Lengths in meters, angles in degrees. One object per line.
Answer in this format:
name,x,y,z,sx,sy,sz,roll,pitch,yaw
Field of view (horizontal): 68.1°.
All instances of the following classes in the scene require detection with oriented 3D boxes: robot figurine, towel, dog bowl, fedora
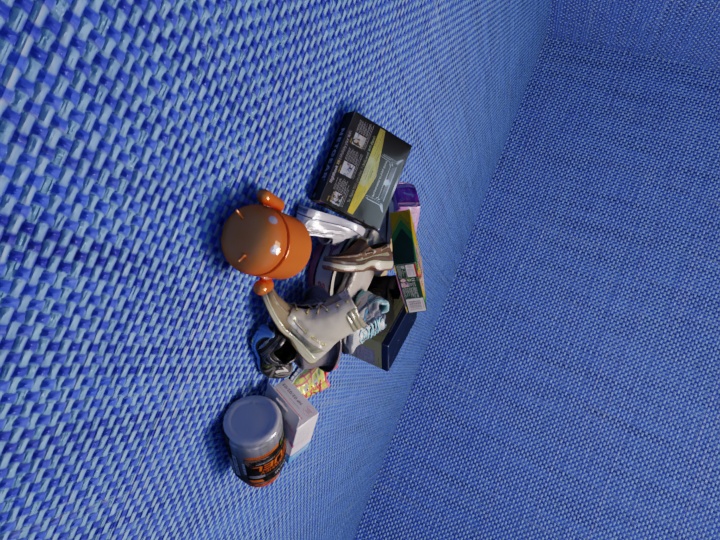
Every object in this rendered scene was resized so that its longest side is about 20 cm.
robot figurine,-0.154,-0.043,0.887,0.144,0.116,0.200,-52,163,7
towel,0.000,0.000,1.278,0.201,0.034,0.133,-66,160,-7
dog bowl,-0.054,-0.013,1.277,0.200,0.073,0.201,-54,156,-38
fedora,-0.117,0.141,1.182,0.090,0.177,0.201,-15,126,-30

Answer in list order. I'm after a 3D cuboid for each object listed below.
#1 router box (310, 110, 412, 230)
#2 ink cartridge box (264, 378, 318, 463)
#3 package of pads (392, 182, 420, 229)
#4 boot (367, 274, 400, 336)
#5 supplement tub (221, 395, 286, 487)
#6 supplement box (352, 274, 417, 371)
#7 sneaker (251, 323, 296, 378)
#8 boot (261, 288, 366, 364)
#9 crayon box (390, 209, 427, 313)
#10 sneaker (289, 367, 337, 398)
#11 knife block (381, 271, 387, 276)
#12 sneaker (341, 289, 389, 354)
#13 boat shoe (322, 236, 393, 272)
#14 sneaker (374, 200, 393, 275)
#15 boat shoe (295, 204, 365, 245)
router box,0.004,-0.207,1.127,0.157,0.052,0.201,24,86,-30
ink cartridge box,-0.161,0.329,1.200,0.068,0.115,0.201,-28,149,-38
package of pads,0.127,-0.149,1.589,0.121,0.075,0.201,-99,-171,-46
boot,0.005,0.077,1.378,0.070,0.173,0.201,71,33,-43
supplement tub,-0.221,0.367,1.127,0.123,0.122,0.201,-53,156,-41
supplement box,0.029,0.130,1.465,0.200,0.199,0.135,-57,158,-34
sneaker,-0.174,0.184,1.128,0.071,0.082,0.200,-59,161,-28
boot,-0.093,0.076,1.063,0.154,0.072,0.201,-34,116,2
crayon box,0.122,-0.021,1.342,0.201,0.058,0.174,70,16,-50
sneaker,-0.126,0.288,1.366,0.201,0.090,0.078,-57,160,-29
knife block,0.032,-0.044,1.506,0.175,0.064,0.201,-35,142,-59
sneaker,0.014,0.117,1.214,0.200,0.086,0.078,-62,162,-50
boat shoe,-0.006,-0.037,1.164,0.202,0.074,0.076,-3,97,-50
sneaker,0.039,-0.089,1.382,0.076,0.080,0.202,143,-49,-82
boat shoe,-0.068,-0.086,1.128,0.199,0.073,0.066,14,96,-48
